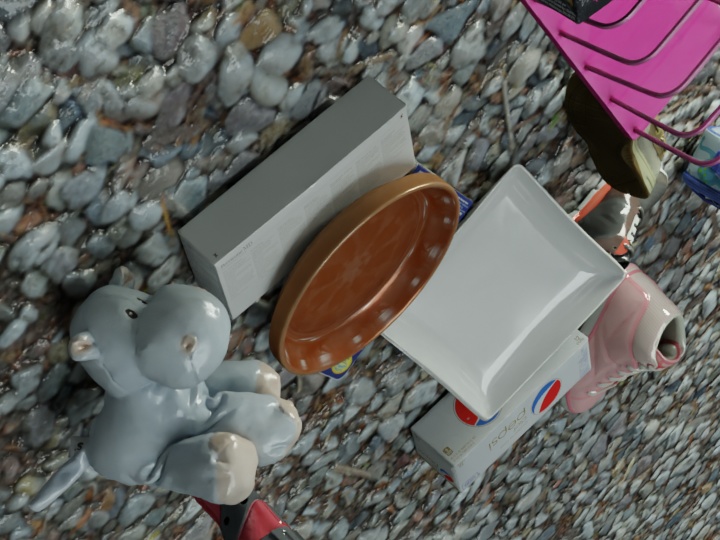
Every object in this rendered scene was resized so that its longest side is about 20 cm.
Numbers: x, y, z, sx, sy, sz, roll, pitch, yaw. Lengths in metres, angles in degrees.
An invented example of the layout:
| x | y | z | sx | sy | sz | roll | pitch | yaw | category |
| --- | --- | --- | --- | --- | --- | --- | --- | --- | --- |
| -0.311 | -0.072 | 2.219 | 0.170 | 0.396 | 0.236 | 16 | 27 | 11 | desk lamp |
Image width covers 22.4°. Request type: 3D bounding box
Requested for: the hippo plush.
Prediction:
| x | y | z | sx | sy | sz | roll | pitch | yaw | category |
| --- | --- | --- | --- | --- | --- | --- | --- | --- | --- |
| -0.150 | 0.071 | 1.365 | 0.160 | 0.198 | 0.162 | -62 | 145 | -55 | hippo plush |

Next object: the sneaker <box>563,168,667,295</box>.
| x | y | z | sx | sy | sz | roll | pitch | yaw | category |
| --- | --- | --- | --- | --- | --- | --- | --- | --- | --- |
| 0.249 | -0.031 | 1.819 | 0.200 | 0.082 | 0.077 | -36 | 147 | -24 | sneaker |

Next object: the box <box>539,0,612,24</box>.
| x | y | z | sx | sy | sz | roll | pitch | yaw | category |
| --- | --- | --- | --- | --- | --- | --- | --- | --- | --- |
| 0.186 | -0.305 | 1.378 | 0.200 | 0.132 | 0.115 | -36 | 144 | -24 | box |

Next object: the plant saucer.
| x | y | z | sx | sy | sz | roll | pitch | yaw | category |
| --- | --- | --- | --- | --- | --- | --- | --- | --- | --- |
| 0.000 | 0.000 | 1.483 | 0.200 | 0.032 | 0.201 | -38 | 155 | -21 | plant saucer |

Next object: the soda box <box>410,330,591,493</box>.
| x | y | z | sx | sy | sz | roll | pitch | yaw | category |
| --- | --- | --- | --- | --- | --- | --- | --- | --- | --- |
| 0.146 | 0.131 | 1.876 | 0.200 | 0.068 | 0.064 | -41 | 149 | -17 | soda box |

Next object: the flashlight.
| x | y | z | sx | sy | sz | roll | pitch | yaw | category |
| --- | --- | --- | --- | --- | --- | --- | --- | --- | --- |
| -0.119 | 0.183 | 1.438 | 0.067 | 0.200 | 0.068 | -14 | 135 | -46 | flashlight |

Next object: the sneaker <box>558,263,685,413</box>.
| x | y | z | sx | sy | sz | roll | pitch | yaw | category |
| --- | --- | --- | --- | --- | --- | --- | --- | --- | --- |
| 0.290 | 0.099 | 2.002 | 0.075 | 0.105 | 0.201 | -19 | 139 | -45 | sneaker |

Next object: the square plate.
| x | y | z | sx | sy | sz | roll | pitch | yaw | category |
| --- | --- | --- | --- | --- | --- | --- | --- | --- | --- |
| 0.128 | 0.021 | 1.703 | 0.200 | 0.028 | 0.198 | -47 | 128 | 4 | square plate |

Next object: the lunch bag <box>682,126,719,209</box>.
| x | y | z | sx | sy | sz | roll | pitch | yaw | category |
| --- | --- | --- | --- | --- | --- | --- | --- | --- | --- |
| 0.448 | -0.080 | 1.918 | 0.160 | 0.199 | 0.083 | 1 | 116 | -56 | lunch bag |

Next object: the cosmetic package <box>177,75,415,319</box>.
| x | y | z | sx | sy | sz | roll | pitch | yaw | category |
| --- | --- | --- | --- | --- | --- | --- | --- | --- | --- |
| -0.047 | -0.058 | 1.417 | 0.200 | 0.051 | 0.083 | -40 | 153 | -17 | cosmetic package |

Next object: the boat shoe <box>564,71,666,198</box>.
| x | y | z | sx | sy | sz | roll | pitch | yaw | category |
| --- | --- | --- | --- | --- | --- | --- | --- | --- | --- |
| 0.244 | -0.146 | 1.708 | 0.067 | 0.074 | 0.200 | -59 | 152 | -18 | boat shoe |

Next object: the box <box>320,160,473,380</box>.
| x | y | z | sx | sy | sz | roll | pitch | yaw | category |
| --- | --- | --- | --- | --- | --- | --- | --- | --- | --- |
| 0.006 | -0.002 | 1.571 | 0.201 | 0.032 | 0.121 | -54 | 150 | 4 | box |

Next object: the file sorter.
| x | y | z | sx | sy | sz | roll | pitch | yaw | category |
| --- | --- | --- | --- | --- | --- | --- | --- | --- | --- |
| 0.260 | -0.204 | 1.535 | 0.139 | 0.125 | 0.200 | -49 | 129 | -4 | file sorter |
